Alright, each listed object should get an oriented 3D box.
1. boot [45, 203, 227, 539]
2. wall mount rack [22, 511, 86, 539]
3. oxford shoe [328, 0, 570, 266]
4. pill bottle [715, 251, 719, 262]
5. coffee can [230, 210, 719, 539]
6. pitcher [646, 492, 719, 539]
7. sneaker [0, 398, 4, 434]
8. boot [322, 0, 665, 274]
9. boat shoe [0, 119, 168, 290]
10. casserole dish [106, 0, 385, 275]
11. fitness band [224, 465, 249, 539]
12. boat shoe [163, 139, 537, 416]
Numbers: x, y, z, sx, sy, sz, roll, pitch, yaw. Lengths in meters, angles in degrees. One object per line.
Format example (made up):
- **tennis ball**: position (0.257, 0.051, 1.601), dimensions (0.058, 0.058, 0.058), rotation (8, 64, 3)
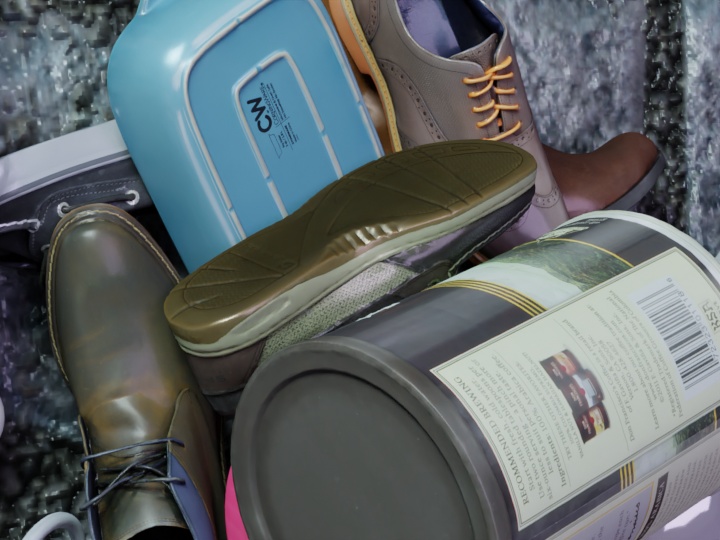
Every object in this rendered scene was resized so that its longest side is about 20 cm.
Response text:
- **boot**: position (-0.092, 0.074, 0.837), dimensions (0.074, 0.097, 0.201), rotation (-16, 110, -3)
- **wall mount rack**: position (-0.136, 0.219, 0.841), dimensions (0.201, 0.074, 0.174), rotation (-65, 154, -20)
- **oxford shoe**: position (0.052, -0.080, 0.938), dimensions (0.071, 0.073, 0.200), rotation (-33, 94, -22)
- **pill bottle**: position (0.299, 0.044, 1.112), dimensions (0.199, 0.111, 0.111), rotation (21, 73, -28)
- **coffee can**: position (0.064, 0.070, 0.820), dimensions (0.200, 0.146, 0.147), rotation (-23, 96, -43)
- **pitcher**: position (0.153, 0.160, 1.006), dimensions (0.172, 0.121, 0.200), rotation (42, 73, -26)
- **sneaker**: position (-0.233, 0.024, 0.802), dimensions (0.200, 0.072, 0.072), rotation (38, 64, -24)
- **boot**: position (0.056, -0.099, 1.018), dimensions (0.188, 0.068, 0.201), rotation (-26, 92, -19)
- **boat shoe**: position (-0.136, -0.026, 0.878), dimensions (0.200, 0.070, 0.067), rotation (-23, 94, -40)
- **casserole dish**: position (-0.042, -0.057, 0.891), dimensions (0.121, 0.039, 0.201), rotation (-41, 125, -28)
- **fitness band**: position (0.019, 0.142, 0.876), dimensions (0.200, 0.037, 0.144), rotation (53, 48, -9)
- **boat shoe**: position (0.000, 0.000, 0.876), dimensions (0.199, 0.073, 0.065), rotation (-26, 124, -24)
